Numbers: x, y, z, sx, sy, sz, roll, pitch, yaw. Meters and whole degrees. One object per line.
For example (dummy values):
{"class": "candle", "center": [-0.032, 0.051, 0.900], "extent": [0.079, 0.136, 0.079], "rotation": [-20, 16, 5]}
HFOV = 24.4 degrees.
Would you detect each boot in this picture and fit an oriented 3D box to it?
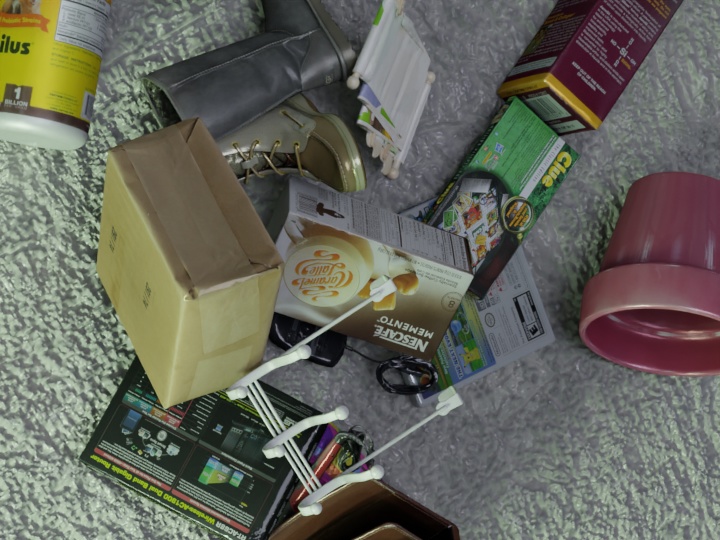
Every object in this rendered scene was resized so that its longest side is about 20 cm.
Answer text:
{"class": "boot", "center": [-0.095, -0.109, 1.627], "extent": [0.154, 0.200, 0.072], "rotation": [-21, 124, -21]}
{"class": "boot", "center": [-0.124, -0.214, 1.648], "extent": [0.200, 0.073, 0.182], "rotation": [-27, 56, -14]}

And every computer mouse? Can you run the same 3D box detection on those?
{"class": "computer mouse", "center": [-0.010, 0.084, 1.736], "extent": [0.200, 0.034, 0.059], "rotation": [24, 73, -17]}

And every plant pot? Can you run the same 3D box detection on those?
{"class": "plant pot", "center": [0.346, -0.001, 1.820], "extent": [0.199, 0.200, 0.180], "rotation": [21, 65, -21]}

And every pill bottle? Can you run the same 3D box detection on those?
{"class": "pill bottle", "center": [-0.298, -0.222, 1.582], "extent": [0.109, 0.109, 0.201], "rotation": [11, 84, -22]}

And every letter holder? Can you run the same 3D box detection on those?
{"class": "letter holder", "center": [-0.019, 0.306, 1.625], "extent": [0.142, 0.101, 0.200], "rotation": [36, 121, -29]}

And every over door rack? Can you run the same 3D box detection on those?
{"class": "over door rack", "center": [-0.007, 0.116, 1.567], "extent": [0.200, 0.067, 0.148], "rotation": [-35, 104, -19]}

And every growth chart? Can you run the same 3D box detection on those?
{"class": "growth chart", "center": [0.033, -0.188, 1.707], "extent": [0.018, 0.200, 0.145], "rotation": [17, 71, 22]}

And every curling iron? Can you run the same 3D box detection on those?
{"class": "curling iron", "center": [-0.053, 0.230, 1.649], "extent": [0.050, 0.026, 0.200], "rotation": [38, 111, -8]}

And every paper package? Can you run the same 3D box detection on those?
{"class": "paper package", "center": [-0.162, -0.005, 1.541], "extent": [0.103, 0.200, 0.191], "rotation": [-18, 60, -22]}

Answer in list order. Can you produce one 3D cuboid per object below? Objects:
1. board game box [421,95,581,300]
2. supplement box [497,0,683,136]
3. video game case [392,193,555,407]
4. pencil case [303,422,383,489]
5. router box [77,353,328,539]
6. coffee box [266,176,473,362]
{"class": "board game box", "center": [0.146, -0.078, 1.792], "extent": [0.105, 0.023, 0.200], "rotation": [40, 75, -16]}
{"class": "supplement box", "center": [0.253, -0.250, 1.818], "extent": [0.086, 0.110, 0.200], "rotation": [40, 75, -18]}
{"class": "video game case", "center": [0.101, 0.020, 1.796], "extent": [0.182, 0.022, 0.201], "rotation": [-24, 99, -22]}
{"class": "pencil case", "center": [-0.004, 0.242, 1.712], "extent": [0.200, 0.088, 0.088], "rotation": [46, 73, -15]}
{"class": "router box", "center": [-0.150, 0.166, 1.618], "extent": [0.200, 0.062, 0.150], "rotation": [27, 77, 8]}
{"class": "coffee box", "center": [0.000, 0.000, 1.683], "extent": [0.199, 0.080, 0.115], "rotation": [19, 118, -13]}
